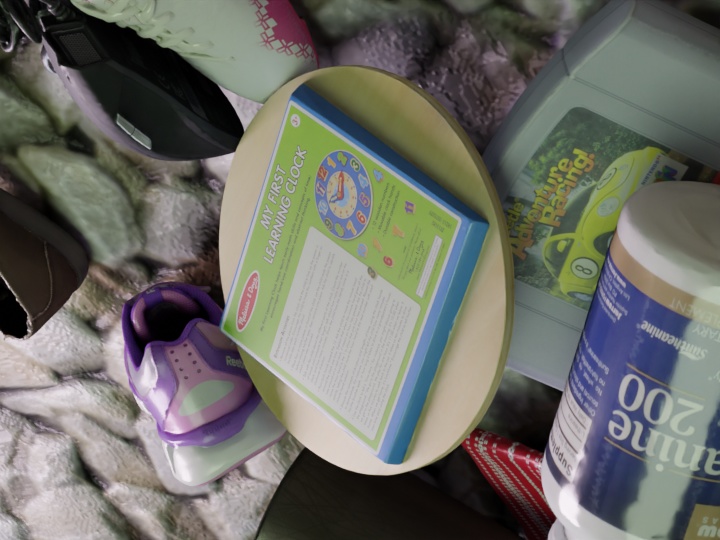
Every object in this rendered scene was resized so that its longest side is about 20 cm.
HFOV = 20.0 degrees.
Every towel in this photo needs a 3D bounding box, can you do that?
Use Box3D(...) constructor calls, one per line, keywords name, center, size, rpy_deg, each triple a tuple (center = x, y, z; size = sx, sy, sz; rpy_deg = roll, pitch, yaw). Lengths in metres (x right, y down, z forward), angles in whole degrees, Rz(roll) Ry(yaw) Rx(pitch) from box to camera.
Box3D(name="towel", center=(0.154, 0.158, 1.147), size=(0.200, 0.023, 0.145), rpy_deg=(21, 156, 40))

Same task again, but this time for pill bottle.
Box3D(name="pill bottle", center=(0.147, 0.070, 0.937), size=(0.111, 0.111, 0.201), rpy_deg=(18, 116, 8))

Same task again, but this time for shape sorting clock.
Box3D(name="shape sorting clock", center=(0.000, 0.000, 0.995), size=(0.200, 0.039, 0.201), rpy_deg=(11, 107, 40))

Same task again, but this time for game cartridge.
Box3D(name="game cartridge", center=(0.120, -0.029, 0.972), size=(0.133, 0.041, 0.200), rpy_deg=(24, 118, -9))

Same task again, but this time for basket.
Box3D(name="basket", center=(0.046, 0.202, 1.204), size=(0.199, 0.136, 0.181), rpy_deg=(25, 155, 15))

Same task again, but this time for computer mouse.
Box3D(name="computer mouse", center=(-0.147, -0.120, 1.021), size=(0.046, 0.141, 0.200), rpy_deg=(-42, 146, 15))

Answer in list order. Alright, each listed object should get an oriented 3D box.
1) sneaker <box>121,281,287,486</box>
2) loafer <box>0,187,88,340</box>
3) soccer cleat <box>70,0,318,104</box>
Box3D(name="sneaker", center=(-0.099, 0.041, 1.126), size=(0.080, 0.200, 0.089), rpy_deg=(-31, 110, -5))
Box3D(name="loafer", center=(-0.246, -0.027, 1.165), size=(0.200, 0.071, 0.073), rpy_deg=(32, 141, -22))
Box3D(name="soccer cleat", center=(-0.104, -0.138, 0.989), size=(0.070, 0.086, 0.200), rpy_deg=(-24, 120, 41))
